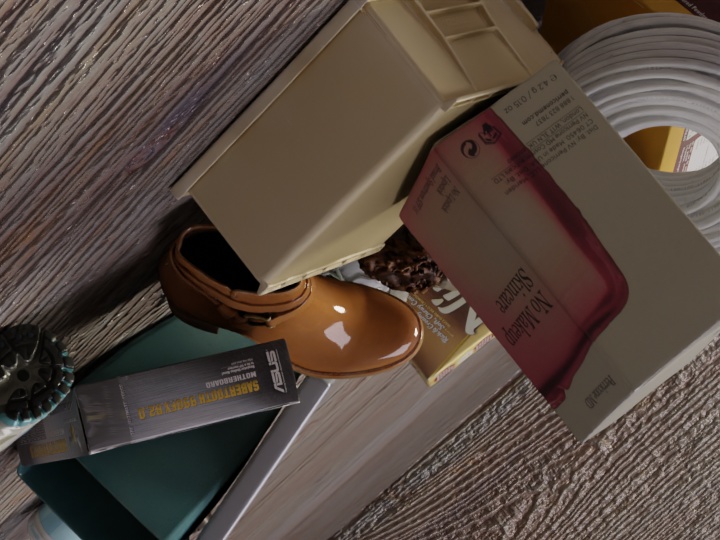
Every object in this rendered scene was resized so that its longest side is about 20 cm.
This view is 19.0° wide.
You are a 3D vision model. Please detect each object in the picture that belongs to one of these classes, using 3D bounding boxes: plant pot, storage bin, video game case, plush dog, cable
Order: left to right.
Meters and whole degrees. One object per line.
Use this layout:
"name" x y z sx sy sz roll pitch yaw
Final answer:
"plant pot" -0.149 0.125 1.721 0.200 0.141 0.141 -44 174 -27
"video game case" -0.076 0.151 1.725 0.201 0.022 0.182 -55 179 9
"storage bin" 0.013 -0.096 1.423 0.200 0.094 0.198 -44 169 29
"plush dog" 0.073 -0.034 1.612 0.199 0.161 0.172 -36 -166 -5
"cable" 0.215 -0.086 1.487 0.199 0.200 0.070 -22 -144 36

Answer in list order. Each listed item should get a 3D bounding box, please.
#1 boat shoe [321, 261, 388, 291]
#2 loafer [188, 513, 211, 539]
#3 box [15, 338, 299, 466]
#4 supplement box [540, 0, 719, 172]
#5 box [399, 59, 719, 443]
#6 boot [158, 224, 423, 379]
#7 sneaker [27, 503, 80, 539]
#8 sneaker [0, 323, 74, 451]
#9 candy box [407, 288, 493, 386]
"boat shoe" 0.000 0.000 1.856 0.067 0.074 0.200 -38 171 -17
"loafer" -0.234 0.315 2.451 0.073 0.071 0.200 -27 165 -47
"box" -0.151 0.096 1.539 0.157 0.049 0.200 -13 178 -24
"supplement box" 0.247 -0.178 1.609 0.199 0.133 0.198 -32 149 -29
"box" 0.134 -0.010 1.382 0.109 0.200 0.128 -35 169 -19
"boot" -0.044 0.015 1.516 0.155 0.199 0.077 115 -7 -74
"sneaker" -0.225 0.217 2.038 0.082 0.074 0.200 -40 172 29
"sneaker" -0.275 0.116 1.403 0.199 0.078 0.086 -31 171 -35
"candy box" 0.113 0.011 2.189 0.200 0.116 0.055 -37 170 -5
